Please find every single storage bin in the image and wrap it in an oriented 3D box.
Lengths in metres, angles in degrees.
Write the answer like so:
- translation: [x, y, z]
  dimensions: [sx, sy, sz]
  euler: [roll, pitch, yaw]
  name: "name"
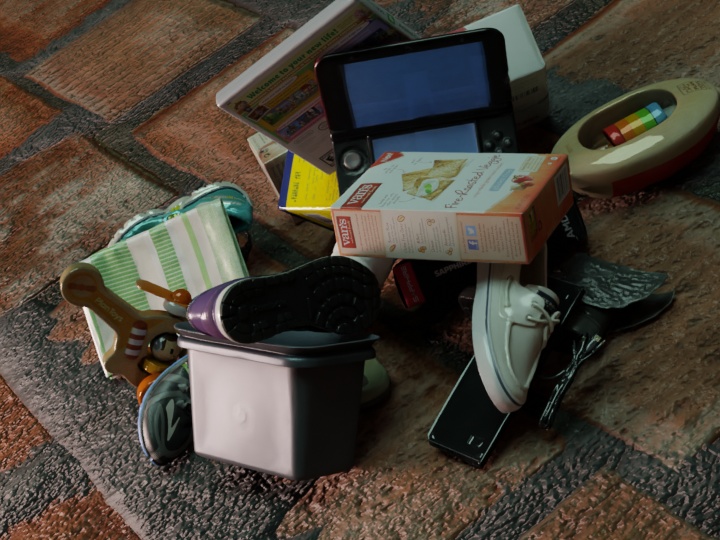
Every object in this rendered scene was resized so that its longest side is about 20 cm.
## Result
- translation: [-0.079, 0.123, 1.591]
  dimensions: [0.199, 0.135, 0.145]
  euler: [8, 9, 43]
  name: "storage bin"

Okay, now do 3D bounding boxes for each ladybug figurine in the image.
- translation: [0.304, -0.139, 1.744]
  dimensions: [0.199, 0.072, 0.136]
  euler: [-26, 31, 4]
  name: "ladybug figurine"

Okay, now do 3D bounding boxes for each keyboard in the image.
- translation: [0.156, 0.097, 1.516]
  dimensions: [0.127, 0.021, 0.201]
  euler: [19, 72, 44]
  name: "keyboard"

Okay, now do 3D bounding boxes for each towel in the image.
- translation: [-0.226, 0.024, 1.864]
  dimensions: [0.199, 0.153, 0.023]
  euler: [-22, -10, 10]
  name: "towel"

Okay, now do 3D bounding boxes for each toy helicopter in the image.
- translation: [-0.241, 0.054, 1.757]
  dimensions: [0.132, 0.200, 0.079]
  euler: [-43, 30, 8]
  name: "toy helicopter"

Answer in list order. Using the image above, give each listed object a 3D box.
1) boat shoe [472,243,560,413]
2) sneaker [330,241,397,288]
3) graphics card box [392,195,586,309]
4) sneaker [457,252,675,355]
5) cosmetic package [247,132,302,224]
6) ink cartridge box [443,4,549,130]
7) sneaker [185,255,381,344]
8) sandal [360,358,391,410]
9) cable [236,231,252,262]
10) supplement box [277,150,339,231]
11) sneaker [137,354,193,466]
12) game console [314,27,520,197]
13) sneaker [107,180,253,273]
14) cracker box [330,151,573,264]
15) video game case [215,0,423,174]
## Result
- translation: [0.150, 0.039, 1.503]
  dimensions: [0.070, 0.071, 0.201]
  euler: [-21, 41, 27]
  name: "boat shoe"
- translation: [0.000, 0.000, 1.704]
  dimensions: [0.081, 0.076, 0.200]
  euler: [-53, 1, -18]
  name: "sneaker"
- translation: [0.136, -0.023, 1.680]
  dimensions: [0.199, 0.051, 0.125]
  euler: [-21, 2, 10]
  name: "graphics card box"
- translation: [0.200, 0.025, 1.597]
  dimensions: [0.199, 0.060, 0.104]
  euler: [16, 57, 40]
  name: "sneaker"
- translation: [-0.025, -0.158, 1.997]
  dimensions: [0.199, 0.104, 0.087]
  euler: [-31, 32, -2]
  name: "cosmetic package"
- translation: [0.135, -0.213, 1.855]
  dimensions: [0.146, 0.083, 0.200]
  euler: [-22, -12, 3]
  name: "ink cartridge box"
- translation: [-0.074, 0.026, 1.546]
  dimensions: [0.199, 0.076, 0.087]
  euler: [-4, 2, -39]
  name: "sneaker"
- translation: [-0.033, 0.083, 1.693]
  dimensions: [0.080, 0.057, 0.201]
  euler: [-37, 33, -16]
  name: "sandal"
- translation: [-0.232, 0.008, 1.960]
  dimensions: [0.163, 0.051, 0.200]
  euler: [7, 47, 41]
  name: "cable"
- translation: [0.020, -0.107, 1.843]
  dimensions: [0.199, 0.109, 0.109]
  euler: [3, 79, 40]
  name: "supplement box"
- translation: [-0.159, 0.120, 1.700]
  dimensions: [0.200, 0.071, 0.083]
  euler: [-48, 27, -16]
  name: "sneaker"
- translation: [0.064, -0.141, 1.684]
  dimensions: [0.199, 0.173, 0.119]
  euler: [-9, -10, 5]
  name: "game console"
- translation: [-0.217, -0.036, 1.907]
  dimensions: [0.199, 0.078, 0.080]
  euler: [-31, 40, -2]
  name: "sneaker"
- translation: [0.089, -0.063, 1.549]
  dimensions: [0.199, 0.058, 0.134]
  euler: [2, 29, 27]
  name: "cracker box"
- translation: [-0.021, -0.196, 1.711]
  dimensions: [0.200, 0.182, 0.022]
  euler: [-34, 49, 27]
  name: "video game case"
